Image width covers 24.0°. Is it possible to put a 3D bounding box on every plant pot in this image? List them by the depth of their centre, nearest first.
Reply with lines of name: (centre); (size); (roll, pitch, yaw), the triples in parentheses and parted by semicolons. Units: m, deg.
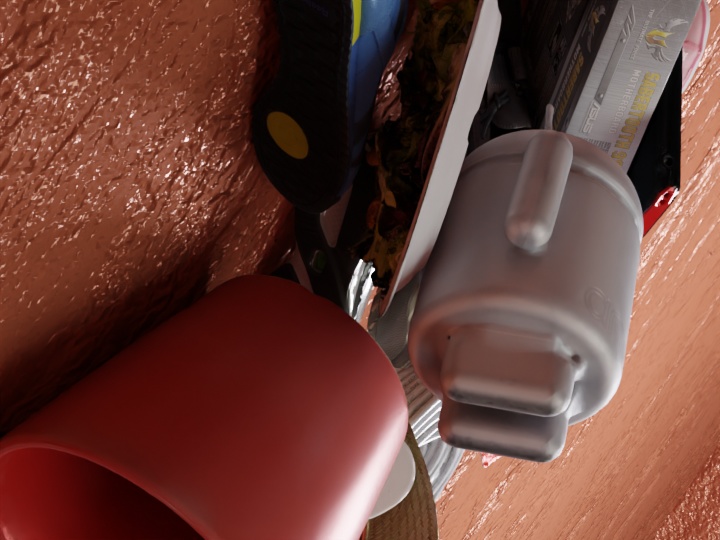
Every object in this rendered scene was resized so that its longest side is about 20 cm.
plant pot: (-0.076, 0.110, 0.931); (0.177, 0.200, 0.201); (-48, 161, -38)

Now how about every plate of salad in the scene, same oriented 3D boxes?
plate of salad: (0.031, -0.074, 0.898); (0.200, 0.048, 0.201); (-163, -90, -88)

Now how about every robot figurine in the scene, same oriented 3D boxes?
robot figurine: (0.091, 0.005, 0.909); (0.170, 0.112, 0.200); (94, 9, -51)

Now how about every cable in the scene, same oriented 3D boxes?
cable: (0.018, 0.153, 1.352); (0.200, 0.069, 0.200); (-53, 159, -1)

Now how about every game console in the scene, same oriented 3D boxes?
game console: (0.164, -0.105, 1.065); (0.177, 0.031, 0.201); (111, -15, -69)

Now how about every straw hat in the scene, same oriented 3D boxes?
straw hat: (-0.034, 0.167, 1.153); (0.085, 0.201, 0.201); (-9, 138, -28)

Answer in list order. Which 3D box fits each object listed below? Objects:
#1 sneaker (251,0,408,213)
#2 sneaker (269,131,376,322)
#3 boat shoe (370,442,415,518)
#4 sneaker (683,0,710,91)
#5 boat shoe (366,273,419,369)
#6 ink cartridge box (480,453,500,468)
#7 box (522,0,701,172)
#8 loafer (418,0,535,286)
sneaker: (-0.007, -0.110, 0.873); (0.078, 0.066, 0.200); (-43, 158, -34)
sneaker: (0.000, 0.000, 1.051); (0.115, 0.076, 0.201); (-22, 142, -50)
boat shoe: (-0.066, 0.139, 1.062); (0.199, 0.072, 0.068); (-13, 173, -21)
sneaker: (0.173, -0.130, 1.203); (0.200, 0.075, 0.105); (-50, 165, 6)
boat shoe: (0.071, -0.010, 1.100); (0.074, 0.073, 0.200); (-40, -164, 54)
ink cartridge box: (0.145, 0.038, 1.336); (0.162, 0.050, 0.201); (-31, 119, -43)
box: (0.138, -0.131, 1.034); (0.159, 0.048, 0.200); (-95, -163, -49)
loafer: (0.083, -0.072, 1.016); (0.072, 0.063, 0.201); (4, 94, -52)
